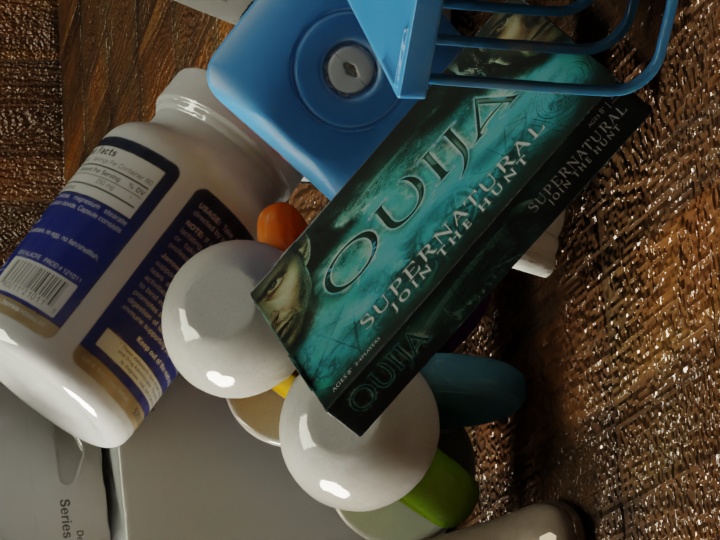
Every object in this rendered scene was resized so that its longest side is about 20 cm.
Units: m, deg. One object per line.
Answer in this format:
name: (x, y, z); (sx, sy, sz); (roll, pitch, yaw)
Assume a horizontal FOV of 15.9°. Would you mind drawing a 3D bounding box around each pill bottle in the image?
pill bottle: (-0.123, -0.010, 1.453); (0.200, 0.116, 0.116); (-53, 3, -17)

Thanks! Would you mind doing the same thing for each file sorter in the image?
file sorter: (0.063, -0.178, 1.165); (0.200, 0.122, 0.140); (-113, 28, -60)

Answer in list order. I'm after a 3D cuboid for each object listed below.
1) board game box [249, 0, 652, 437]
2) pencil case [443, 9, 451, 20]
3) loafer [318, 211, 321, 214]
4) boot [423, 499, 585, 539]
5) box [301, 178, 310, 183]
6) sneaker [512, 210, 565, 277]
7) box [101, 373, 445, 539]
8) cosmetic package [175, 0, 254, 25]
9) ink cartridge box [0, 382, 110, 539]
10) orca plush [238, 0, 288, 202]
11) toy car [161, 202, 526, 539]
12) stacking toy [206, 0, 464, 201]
board game box: (0.037, -0.030, 1.215); (0.200, 0.028, 0.135); (-48, 29, 5)
pencil case: (0.020, -0.178, 1.460); (0.083, 0.090, 0.201); (37, 133, 39)
loafer: (0.000, 0.000, 1.608); (0.200, 0.075, 0.070); (138, 142, -67)
boot: (0.021, 0.166, 1.319); (0.200, 0.145, 0.071); (116, 152, -63)
box: (-0.038, -0.185, 1.792); (0.160, 0.046, 0.201); (104, 161, -47)
sneaker: (0.068, -0.056, 1.316); (0.200, 0.075, 0.089); (-145, 72, -72)
box: (-0.059, 0.162, 1.561); (0.171, 0.197, 0.201); (122, 143, -67)
cosmetic package: (-0.065, -0.272, 1.664); (0.108, 0.084, 0.201); (119, 171, -71)
ink cartridge box: (-0.204, 0.160, 1.561); (0.201, 0.084, 0.147); (104, 159, -53)
orca plush: (-0.028, -0.121, 1.654); (0.071, 0.104, 0.202); (-77, -6, -74)
toy car: (0.003, 0.043, 1.366); (0.200, 0.150, 0.175); (41, 176, 21)
stacking toy: (-0.021, -0.105, 1.387); (0.110, 0.116, 0.200); (-49, 9, -5)
